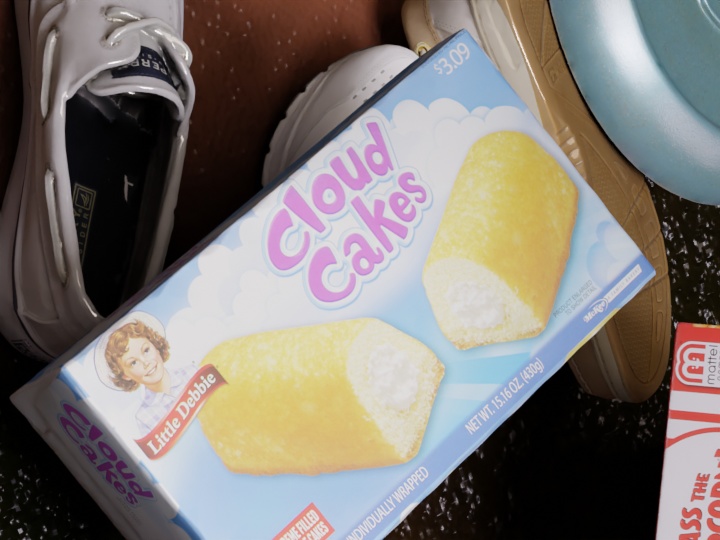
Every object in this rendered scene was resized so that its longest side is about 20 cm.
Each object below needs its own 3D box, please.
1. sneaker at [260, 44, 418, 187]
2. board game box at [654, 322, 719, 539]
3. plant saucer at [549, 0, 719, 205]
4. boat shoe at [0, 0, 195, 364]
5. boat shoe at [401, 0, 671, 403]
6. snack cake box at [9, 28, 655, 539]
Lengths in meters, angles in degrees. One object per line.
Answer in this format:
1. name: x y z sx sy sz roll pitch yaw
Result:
1. sneaker: 0.000 0.000 0.925 0.074 0.087 0.201 27 65 -30
2. board game box: 0.149 0.124 0.970 0.200 0.046 0.153 61 35 -68
3. plant saucer: 0.155 -0.130 1.026 0.199 0.027 0.202 8 77 -41
4. boat shoe: -0.092 -0.067 0.876 0.072 0.066 0.201 21 69 -33
5. boat shoe: 0.074 -0.036 1.002 0.074 0.069 0.201 -35 109 -54
6. snack cake box: -0.007 0.022 0.827 0.200 0.067 0.115 -42 96 -25
